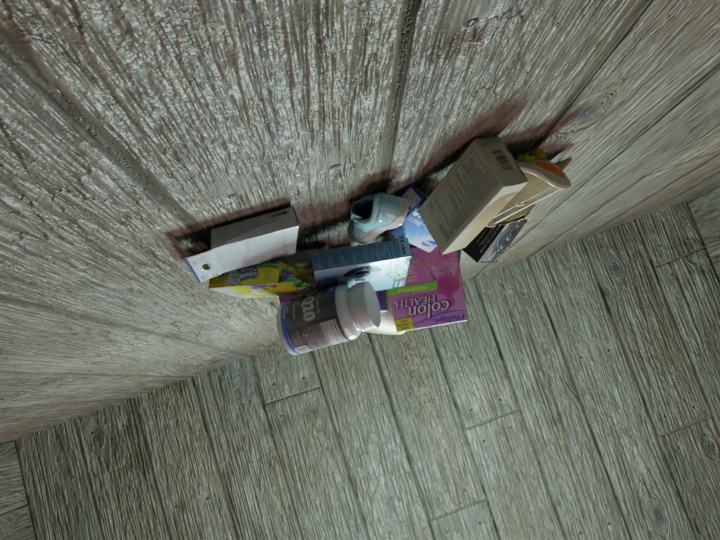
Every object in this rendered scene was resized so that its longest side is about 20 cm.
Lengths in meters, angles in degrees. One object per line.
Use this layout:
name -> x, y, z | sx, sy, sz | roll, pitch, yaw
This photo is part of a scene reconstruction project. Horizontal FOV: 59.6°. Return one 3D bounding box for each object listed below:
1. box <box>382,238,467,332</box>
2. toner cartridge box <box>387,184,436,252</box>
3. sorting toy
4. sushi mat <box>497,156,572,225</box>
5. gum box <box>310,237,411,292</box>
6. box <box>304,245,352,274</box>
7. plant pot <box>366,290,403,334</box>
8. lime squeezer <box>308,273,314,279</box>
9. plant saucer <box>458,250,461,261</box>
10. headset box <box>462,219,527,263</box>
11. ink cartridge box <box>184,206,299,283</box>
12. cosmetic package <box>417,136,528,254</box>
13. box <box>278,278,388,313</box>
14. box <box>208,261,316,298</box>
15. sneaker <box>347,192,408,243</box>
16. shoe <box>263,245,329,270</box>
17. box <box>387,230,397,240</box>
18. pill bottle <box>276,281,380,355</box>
box -> 0.150, 0.022, 1.475 | 0.171, 0.204, 0.097 | -10, -160, 10
toner cartridge box -> 0.125, -0.101, 1.283 | 0.095, 0.043, 0.199 | -44, 153, 16
sorting toy -> 0.270, -0.173, 1.228 | 0.177, 0.109, 0.199 | -2, 162, -40
sushi mat -> 0.376, -0.171, 1.356 | 0.200, 0.012, 0.095 | -48, -165, -23
gum box -> 0.000, 0.000, 1.300 | 0.195, 0.046, 0.171 | -9, 158, -4
box -> -0.107, 0.007, 1.563 | 0.115, 0.061, 0.199 | -11, 168, -42
plant pot -> 0.042, 0.098, 1.737 | 0.197, 0.191, 0.187 | 26, 152, -19
lime squeezer -> -0.164, 0.012, 1.411 | 0.070, 0.038, 0.198 | -42, -154, -31
plant saucer -> 0.221, -0.045, 1.608 | 0.027, 0.206, 0.199 | 8, -178, 23
headset box -> 0.353, -0.100, 1.680 | 0.150, 0.077, 0.199 | -55, 159, 17
ink cartridge box -> -0.209, -0.043, 1.116 | 0.196, 0.041, 0.200 | -18, 171, -12
cosmetic package -> 0.195, -0.131, 1.124 | 0.070, 0.107, 0.200 | -14, 157, -36
box -> -0.065, 0.077, 1.516 | 0.174, 0.099, 0.198 | -25, 161, 39
box -> -0.196, 0.021, 1.274 | 0.196, 0.050, 0.117 | -2, 167, 25
sneaker -> 0.010, -0.108, 1.182 | 0.080, 0.076, 0.199 | 19, 159, -23
shoe -> -0.138, -0.026, 1.370 | 0.069, 0.055, 0.197 | 2, -176, 44
box -> 0.158, -0.120, 1.415 | 0.196, 0.051, 0.075 | -19, 170, -9
pill bottle -> -0.063, 0.095, 1.286 | 0.196, 0.117, 0.113 | -17, 172, 16
